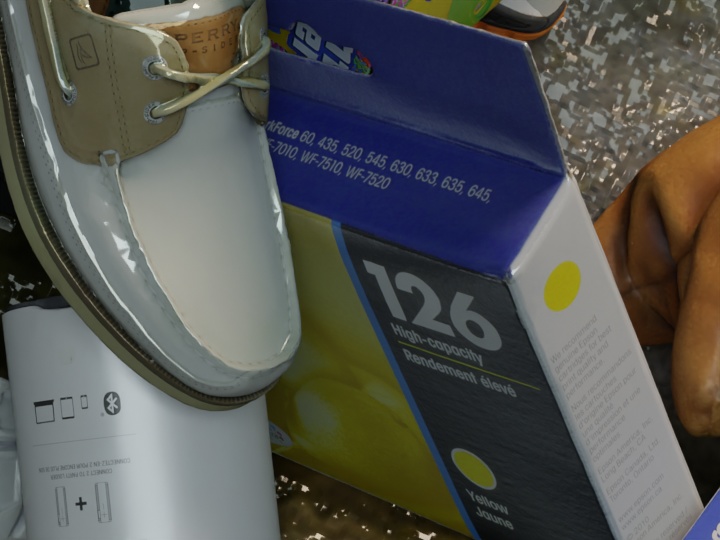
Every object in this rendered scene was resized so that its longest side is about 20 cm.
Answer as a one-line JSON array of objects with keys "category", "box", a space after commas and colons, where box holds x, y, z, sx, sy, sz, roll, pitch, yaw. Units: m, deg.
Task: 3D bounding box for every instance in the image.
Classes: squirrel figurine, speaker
[{"category": "squirrel figurine", "box": [0.177, -0.022, 0.819, 0.141, 0.187, 0.200, 34, 84, -3]}, {"category": "speaker", "box": [-0.061, 0.107, 0.750, 0.081, 0.081, 0.201, -7, 86, -6]}]

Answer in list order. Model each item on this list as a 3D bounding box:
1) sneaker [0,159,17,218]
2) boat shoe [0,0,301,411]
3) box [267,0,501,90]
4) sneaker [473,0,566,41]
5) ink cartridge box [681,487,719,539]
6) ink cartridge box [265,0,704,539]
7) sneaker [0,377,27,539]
[{"category": "sneaker", "box": [-0.108, -0.068, 0.828, 0.100, 0.070, 0.200, -47, 117, 5]}, {"category": "boat shoe", "box": [-0.063, -0.058, 0.697, 0.075, 0.068, 0.201, -23, 89, -44]}, {"category": "box", "box": [0.001, -0.188, 0.768, 0.192, 0.122, 0.200, 39, 61, 13]}, {"category": "sneaker", "box": [0.005, -0.166, 0.868, 0.200, 0.076, 0.092, 40, 80, -4]}, {"category": "ink cartridge box", "box": [0.141, 0.133, 0.800, 0.044, 0.200, 0.094, 29, 68, 30]}, {"category": "ink cartridge box", "box": [0.000, 0.000, 0.758, 0.047, 0.197, 0.200, -46, 131, -23]}, {"category": "sneaker", "box": [-0.116, 0.073, 0.826, 0.200, 0.091, 0.078, 21, 66, -41]}]
